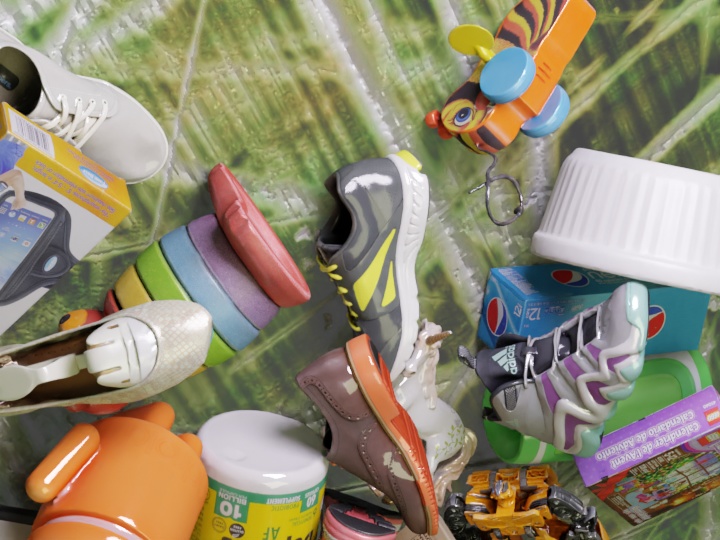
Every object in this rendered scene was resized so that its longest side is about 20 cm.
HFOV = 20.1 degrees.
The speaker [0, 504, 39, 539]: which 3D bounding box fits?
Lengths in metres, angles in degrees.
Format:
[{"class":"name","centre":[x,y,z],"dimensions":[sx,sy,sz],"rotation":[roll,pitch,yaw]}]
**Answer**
[{"class":"speaker","centre":[-0.244,0.233,1.610],"dimensions":[0.199,0.081,0.082],"rotation":[16,107,-34]}]

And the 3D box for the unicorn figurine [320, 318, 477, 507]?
[{"class":"unicorn figurine","centre":[0.040,0.120,1.726],"dimensions":[0.137,0.074,0.200],"rotation":[-44,144,-3]}]

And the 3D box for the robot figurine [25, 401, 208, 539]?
[{"class":"robot figurine","centre":[-0.187,0.192,1.542],"dimensions":[0.116,0.201,0.144],"rotation":[13,137,7]}]

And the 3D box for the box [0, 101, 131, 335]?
[{"class":"box","centre":[-0.273,-0.017,1.452],"dimensions":[0.200,0.042,0.119],"rotation":[-43,129,17]}]

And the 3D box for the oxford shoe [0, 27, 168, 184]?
[{"class":"oxford shoe","centre":[-0.215,-0.112,1.455],"dimensions":[0.200,0.058,0.075],"rotation":[32,95,-39]}]

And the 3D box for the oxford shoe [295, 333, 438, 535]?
[{"class":"oxford shoe","centre":[0.009,0.141,1.642],"dimensions":[0.072,0.071,0.201],"rotation":[-22,120,5]}]

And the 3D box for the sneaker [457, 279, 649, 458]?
[{"class":"sneaker","centre":[0.149,0.072,1.648],"dimensions":[0.139,0.078,0.201],"rotation":[14,135,-4]}]

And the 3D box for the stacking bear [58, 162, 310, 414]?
[{"class":"stacking bear","centre":[-0.148,0.033,1.544],"dimensions":[0.199,0.122,0.114],"rotation":[-35,118,3]}]

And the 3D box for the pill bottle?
[{"class":"pill bottle","centre":[-0.093,0.227,1.672],"dimensions":[0.112,0.113,0.201],"rotation":[-3,117,-28]}]

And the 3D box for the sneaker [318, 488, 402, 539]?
[{"class":"sneaker","centre":[-0.013,0.236,1.690],"dimensions":[0.073,0.200,0.087],"rotation":[19,91,4]}]

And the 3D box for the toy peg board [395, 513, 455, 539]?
[{"class":"toy peg board","centre":[0.053,0.353,1.768],"dimensions":[0.199,0.200,0.098],"rotation":[-40,151,10]}]

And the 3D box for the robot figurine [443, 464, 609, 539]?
[{"class":"robot figurine","centre":[0.153,0.237,1.815],"dimensions":[0.144,0.058,0.200],"rotation":[-7,140,21]}]

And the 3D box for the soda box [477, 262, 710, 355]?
[{"class":"soda box","centre":[0.204,0.034,1.769],"dimensions":[0.199,0.064,0.068],"rotation":[-4,118,-28]}]

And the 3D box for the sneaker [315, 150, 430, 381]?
[{"class":"sneaker","centre":[0.000,0.000,1.638],"dimensions":[0.084,0.074,0.201],"rotation":[-2,108,-22]}]

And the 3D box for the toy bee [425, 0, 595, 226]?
[{"class":"toy bee","centre":[0.102,-0.140,1.608],"dimensions":[0.200,0.108,0.131],"rotation":[-48,124,-31]}]

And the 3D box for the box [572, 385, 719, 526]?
[{"class":"box","centre":[0.278,0.169,1.821],"dimensions":[0.136,0.039,0.200],"rotation":[-27,156,11]}]

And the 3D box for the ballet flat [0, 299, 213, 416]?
[{"class":"ballet flat","centre":[-0.201,0.072,1.476],"dimensions":[0.199,0.062,0.068],"rotation":[-17,90,15]}]

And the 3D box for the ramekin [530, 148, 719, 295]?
[{"class":"ramekin","centre":[0.245,-0.040,1.675],"dimensions":[0.201,0.202,0.095],"rotation":[9,95,-33]}]

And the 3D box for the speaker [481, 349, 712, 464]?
[{"class":"speaker","centre":[0.211,0.116,1.805],"dimensions":[0.199,0.088,0.089],"rotation":[-10,120,-25]}]
